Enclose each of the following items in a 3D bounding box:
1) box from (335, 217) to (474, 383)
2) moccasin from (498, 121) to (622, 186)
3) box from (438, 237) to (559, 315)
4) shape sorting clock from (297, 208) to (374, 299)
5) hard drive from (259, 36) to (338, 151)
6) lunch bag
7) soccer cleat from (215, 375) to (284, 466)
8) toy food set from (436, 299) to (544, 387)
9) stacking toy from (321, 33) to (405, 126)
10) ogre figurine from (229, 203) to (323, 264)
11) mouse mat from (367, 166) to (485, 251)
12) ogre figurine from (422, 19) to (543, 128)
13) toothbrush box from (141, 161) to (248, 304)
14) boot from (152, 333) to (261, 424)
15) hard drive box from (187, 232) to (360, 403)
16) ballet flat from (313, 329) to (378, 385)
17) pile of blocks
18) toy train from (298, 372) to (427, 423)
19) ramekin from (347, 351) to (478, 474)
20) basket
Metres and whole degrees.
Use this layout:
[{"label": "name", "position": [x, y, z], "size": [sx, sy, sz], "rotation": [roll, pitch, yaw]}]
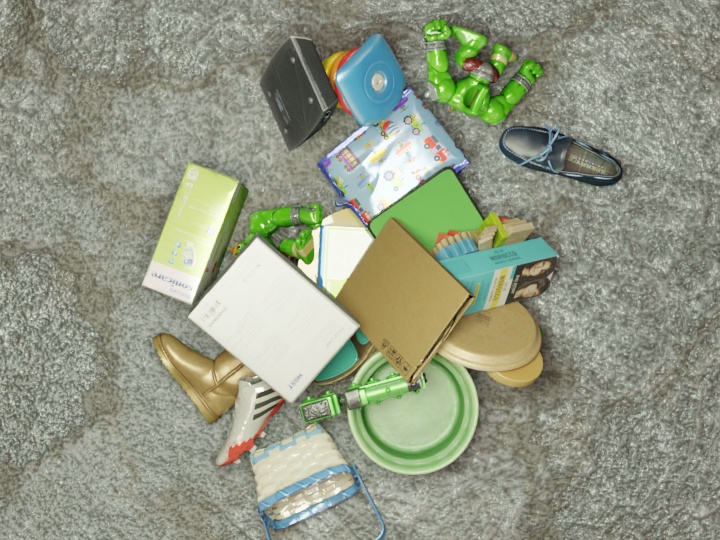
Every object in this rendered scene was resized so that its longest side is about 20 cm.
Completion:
[{"label": "box", "position": [0.061, 0.042, 1.581], "size": [0.200, 0.021, 0.164], "rotation": [47, 110, 38]}, {"label": "moccasin", "position": [0.319, -0.189, 1.681], "size": [0.200, 0.068, 0.081], "rotation": [13, 88, 1]}, {"label": "box", "position": [0.201, 0.012, 1.625], "size": [0.200, 0.082, 0.049], "rotation": [-13, 44, -28]}, {"label": "shape sorting clock", "position": [0.000, 0.000, 1.694], "size": [0.200, 0.039, 0.200], "rotation": [0, 91, -2]}, {"label": "hard drive", "position": [-0.094, -0.270, 1.632], "size": [0.042, 0.200, 0.135], "rotation": [-23, 87, -21]}, {"label": "lunch bag", "position": [0.043, -0.159, 1.663], "size": [0.200, 0.094, 0.151], "rotation": [-38, 88, -7]}, {"label": "soccer cleat", "position": [-0.168, 0.210, 1.642], "size": [0.085, 0.069, 0.200], "rotation": [40, 90, -10]}, {"label": "toy food set", "position": [0.182, 0.091, 1.625], "size": [0.200, 0.198, 0.049], "rotation": [10, 126, 0]}, {"label": "stacking toy", "position": [-0.039, -0.294, 1.651], "size": [0.116, 0.200, 0.110], "rotation": [-50, 128, -23]}, {"label": "ogre figurine", "position": [-0.134, -0.013, 1.654], "size": [0.120, 0.098, 0.200], "rotation": [17, 113, 27]}, {"label": "mouse mat", "position": [0.122, -0.045, 1.664], "size": [0.161, 0.008, 0.200], "rotation": [-34, 117, 2]}, {"label": "ogre figurine", "position": [0.177, -0.301, 1.661], "size": [0.200, 0.098, 0.120], "rotation": [18, 93, -41]}, {"label": "toothbrush box", "position": [-0.251, -0.054, 1.648], "size": [0.086, 0.146, 0.200], "rotation": [22, 88, 1]}, {"label": "boot", "position": [-0.199, 0.121, 1.685], "size": [0.200, 0.066, 0.175], "rotation": [-36, 100, 0]}, {"label": "hard drive box", "position": [-0.127, 0.069, 1.565], "size": [0.200, 0.077, 0.156], "rotation": [42, 92, -9]}, {"label": "ballet flat", "position": [0.007, 0.118, 1.667], "size": [0.200, 0.065, 0.071], "rotation": [-40, 53, 25]}, {"label": "pile of blocks", "position": [0.161, -0.047, 1.631], "size": [0.200, 0.082, 0.062], "rotation": [-23, 67, -8]}, {"label": "toy train", "position": [0.004, 0.185, 1.582], "size": [0.200, 0.056, 0.042], "rotation": [-16, 87, 1]}, {"label": "ramekin", "position": [0.080, 0.209, 1.658], "size": [0.200, 0.098, 0.200], "rotation": [0, 88, 1]}, {"label": "basket", "position": [-0.071, 0.348, 1.624], "size": [0.176, 0.139, 0.200], "rotation": [-22, 57, 1]}]
